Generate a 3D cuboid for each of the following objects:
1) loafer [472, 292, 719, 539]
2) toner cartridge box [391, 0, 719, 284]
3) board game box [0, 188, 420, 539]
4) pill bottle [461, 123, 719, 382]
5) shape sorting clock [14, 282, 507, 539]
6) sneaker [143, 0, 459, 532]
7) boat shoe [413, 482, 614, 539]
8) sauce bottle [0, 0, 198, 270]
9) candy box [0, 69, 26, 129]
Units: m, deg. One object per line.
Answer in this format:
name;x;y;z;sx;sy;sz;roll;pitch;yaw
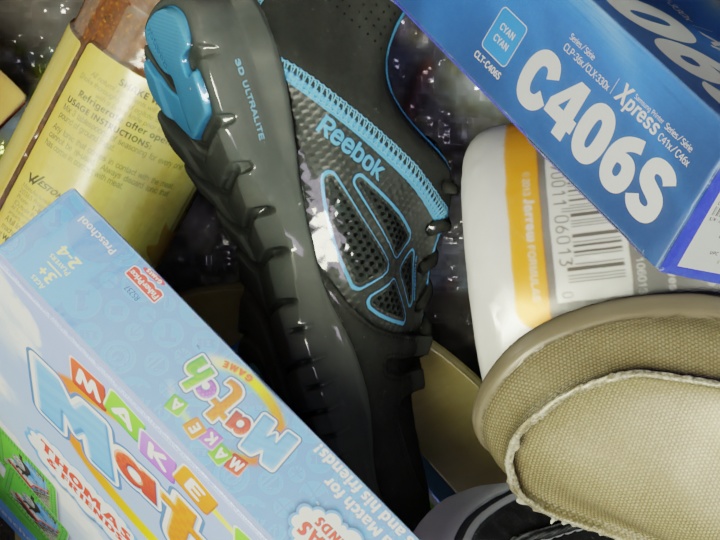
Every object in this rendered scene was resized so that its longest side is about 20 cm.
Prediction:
loafer;0.130;0.062;0.667;0.200;0.067;0.076;11;127;-5
toner cartridge box;0.070;-0.066;0.668;0.095;0.200;0.043;12;117;-41
board game box;-0.052;0.079;0.710;0.037;0.200;0.151;-40;77;-24
pill bottle;0.137;-0.001;0.735;0.200;0.116;0.117;-7;108;8
shape sorting clock;-0.027;0.096;0.826;0.200;0.039;0.200;6;110;15
sneaker;0.000;0.000;0.732;0.082;0.073;0.200;-22;113;-20
boat shoe;0.094;0.102;0.739;0.068;0.200;0.072;-15;71;40
sauce bottle;-0.067;-0.062;0.761;0.066;0.066;0.200;30;106;-4
candy box;-0.221;-0.081;0.754;0.200;0.056;0.117;43;80;-8
